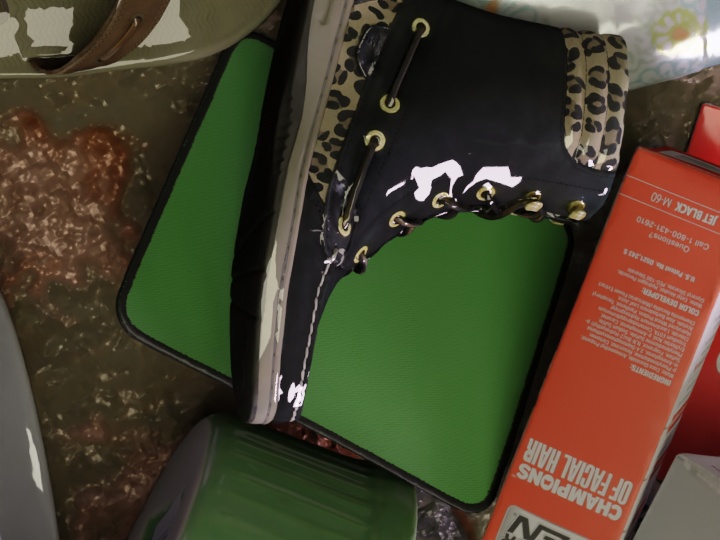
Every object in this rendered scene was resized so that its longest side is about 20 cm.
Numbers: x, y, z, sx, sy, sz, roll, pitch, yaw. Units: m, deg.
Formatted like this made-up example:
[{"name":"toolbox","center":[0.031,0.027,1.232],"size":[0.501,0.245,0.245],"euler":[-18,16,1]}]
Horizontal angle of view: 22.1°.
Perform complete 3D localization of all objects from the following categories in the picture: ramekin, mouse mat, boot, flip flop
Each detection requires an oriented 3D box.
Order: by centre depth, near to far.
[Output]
[{"name":"boot","center":[0.029,-0.026,0.787],"size":[0.152,0.073,0.206],"euler":[11,85,-15]},{"name":"flip flop","center":[-0.122,-0.120,0.798],"size":[0.198,0.058,0.082],"euler":[-9,108,-5]},{"name":"mouse mat","center":[0.000,0.000,0.838],"size":[0.199,0.008,0.162],"euler":[30,64,-18]},{"name":"ramekin","center":[-0.062,0.163,0.840],"size":[0.097,0.200,0.201],"euler":[26,103,-10]}]

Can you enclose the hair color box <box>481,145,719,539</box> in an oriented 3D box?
[{"name":"hair color box","center":[0.124,0.045,0.860],"size":[0.063,0.111,0.202],"euler":[22,99,13]}]

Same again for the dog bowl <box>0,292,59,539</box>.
[{"name":"dog bowl","center":[-0.181,0.107,0.791],"size":[0.078,0.200,0.202],"euler":[-10,111,-4]}]

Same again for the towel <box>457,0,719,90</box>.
[{"name":"towel","center":[0.074,-0.169,0.827],"size":[0.170,0.048,0.202],"euler":[-13,111,-3]}]

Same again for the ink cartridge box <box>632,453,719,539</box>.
[{"name":"ink cartridge box","center":[0.203,0.173,0.864],"size":[0.199,0.086,0.147],"euler":[10,112,-44]}]

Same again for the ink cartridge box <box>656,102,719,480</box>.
[{"name":"ink cartridge box","center":[0.226,0.034,0.925],"size":[0.175,0.045,0.202],"euler":[11,107,-15]}]

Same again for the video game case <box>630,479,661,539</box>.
[{"name":"video game case","center":[0.117,0.214,0.971],"size":[0.200,0.018,0.143],"euler":[-41,111,12]}]
